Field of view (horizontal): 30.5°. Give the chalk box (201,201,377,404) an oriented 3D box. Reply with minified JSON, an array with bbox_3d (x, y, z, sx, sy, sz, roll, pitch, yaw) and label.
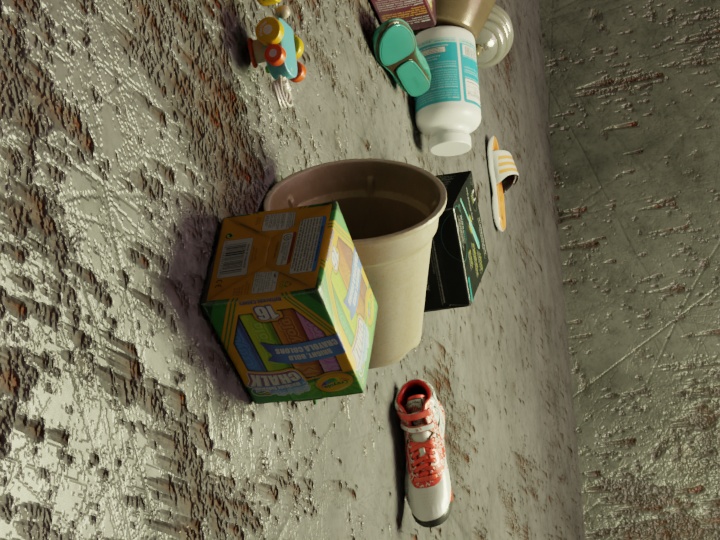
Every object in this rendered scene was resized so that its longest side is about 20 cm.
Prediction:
[{"bbox_3d":[-0.059,0.050,1.322,0.200,0.123,0.125,66,23,-43],"label":"chalk box"}]

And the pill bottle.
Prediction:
[{"bbox_3d":[0.143,-0.296,2.198,0.111,0.110,0.201,39,46,-67],"label":"pill bottle"}]

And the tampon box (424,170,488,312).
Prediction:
[{"bbox_3d":[0.101,-0.041,1.909,0.200,0.126,0.151,-56,136,-68],"label":"tampon box"}]

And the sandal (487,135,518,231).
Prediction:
[{"bbox_3d":[0.310,-0.186,2.812,0.079,0.059,0.208,28,56,-71],"label":"sandal"}]

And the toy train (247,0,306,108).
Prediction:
[{"bbox_3d":[-0.119,-0.272,1.397,0.150,0.055,0.201,-67,143,-58],"label":"toy train"}]

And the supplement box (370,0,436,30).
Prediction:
[{"bbox_3d":[0.049,-0.466,1.999,0.200,0.085,0.111,57,29,-55],"label":"supplement box"}]

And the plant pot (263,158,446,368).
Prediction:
[{"bbox_3d":[0.000,0.000,1.473,0.201,0.199,0.184,-71,159,-58],"label":"plant pot"}]

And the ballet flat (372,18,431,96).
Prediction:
[{"bbox_3d":[0.054,-0.341,2.025,0.071,0.067,0.200,63,6,28],"label":"ballet flat"}]

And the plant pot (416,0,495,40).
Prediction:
[{"bbox_3d":[0.161,-0.486,2.252,0.200,0.199,0.176,44,58,-65],"label":"plant pot"}]

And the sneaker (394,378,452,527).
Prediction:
[{"bbox_3d":[0.083,0.246,1.824,0.202,0.067,0.108,-87,160,-44],"label":"sneaker"}]

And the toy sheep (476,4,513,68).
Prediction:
[{"bbox_3d":[0.225,-0.445,2.510,0.200,0.137,0.138,-75,152,-53],"label":"toy sheep"}]
